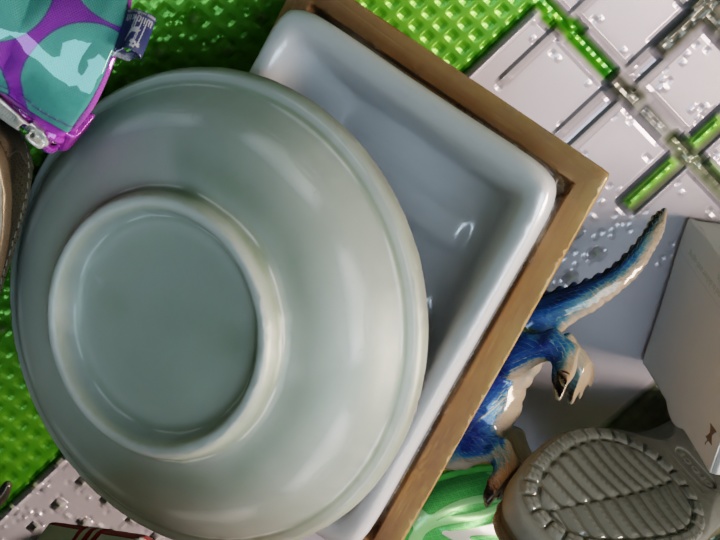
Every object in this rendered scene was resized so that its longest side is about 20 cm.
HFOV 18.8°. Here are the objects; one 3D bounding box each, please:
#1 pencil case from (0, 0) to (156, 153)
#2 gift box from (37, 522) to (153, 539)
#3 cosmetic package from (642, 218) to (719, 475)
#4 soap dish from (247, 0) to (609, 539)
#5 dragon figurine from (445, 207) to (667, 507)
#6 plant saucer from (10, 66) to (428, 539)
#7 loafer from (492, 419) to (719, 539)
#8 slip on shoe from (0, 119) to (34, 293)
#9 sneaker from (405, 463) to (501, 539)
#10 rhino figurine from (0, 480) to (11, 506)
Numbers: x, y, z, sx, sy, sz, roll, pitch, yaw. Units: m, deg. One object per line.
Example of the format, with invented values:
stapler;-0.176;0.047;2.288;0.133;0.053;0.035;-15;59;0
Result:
pencil case;-0.185;-0.114;0.840;0.199;0.093;0.085;19;153;-20
gift box;-0.075;0.212;0.872;0.200;0.184;0.187;39;74;-18
cosmetic package;0.246;0.046;1.015;0.199;0.108;0.085;8;115;-18
soap dish;0.000;0.000;0.914;0.157;0.081;0.201;35;110;18
dragon figurine;0.050;0.037;0.978;0.099;0.059;0.201;36;104;15
plant saucer;-0.070;0.020;0.879;0.199;0.050;0.202;5;100;27
loafer;0.125;0.116;1.004;0.199;0.075;0.070;-5;140;-50
slip on shoe;-0.188;0.029;0.901;0.076;0.061;0.201;24;94;-13
sneaker;0.093;0.158;1.051;0.200;0.084;0.074;35;106;-26
rhino figurine;-0.254;0.109;0.960;0.199;0.060;0.088;-6;121;-12
